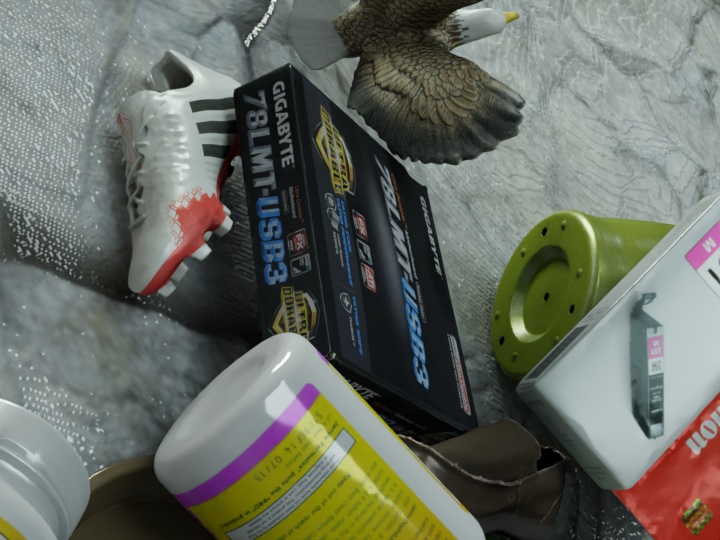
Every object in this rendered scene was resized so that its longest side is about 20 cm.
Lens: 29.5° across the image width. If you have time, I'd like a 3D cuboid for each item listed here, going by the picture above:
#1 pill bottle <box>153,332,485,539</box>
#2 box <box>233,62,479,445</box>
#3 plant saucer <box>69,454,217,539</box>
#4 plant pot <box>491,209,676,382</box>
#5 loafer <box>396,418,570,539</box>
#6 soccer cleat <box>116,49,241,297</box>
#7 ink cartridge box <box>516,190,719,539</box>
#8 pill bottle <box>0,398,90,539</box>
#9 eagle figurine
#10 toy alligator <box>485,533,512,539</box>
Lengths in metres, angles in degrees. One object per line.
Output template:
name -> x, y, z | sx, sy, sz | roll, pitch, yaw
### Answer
pill bottle -> -0.005, 0.135, 0.711 | 0.200, 0.104, 0.104 | 48, 38, -11
box -> 0.000, 0.000, 0.864 | 0.198, 0.050, 0.200 | 34, 40, -53
plant saucer -> -0.087, 0.191, 0.689 | 0.200, 0.029, 0.200 | 28, 46, -33
plant pot -> 0.209, 0.045, 1.007 | 0.193, 0.200, 0.201 | 20, 49, -23
loafer -> 0.069, 0.121, 0.845 | 0.200, 0.073, 0.071 | 26, 86, -58
soccer cleat -> -0.115, -0.061, 0.816 | 0.085, 0.069, 0.200 | 36, 38, -16
ink cartridge box -> 0.229, 0.074, 0.902 | 0.200, 0.044, 0.174 | -43, 93, -15
pill bottle -> -0.187, 0.146, 0.542 | 0.112, 0.112, 0.200 | 43, 38, -16
eagle figurine -> 0.046, -0.166, 0.952 | 0.152, 0.151, 0.200 | 48, 1, -13
toy alligator -> 0.118, 0.211, 0.883 | 0.200, 0.059, 0.054 | 24, 88, -35
